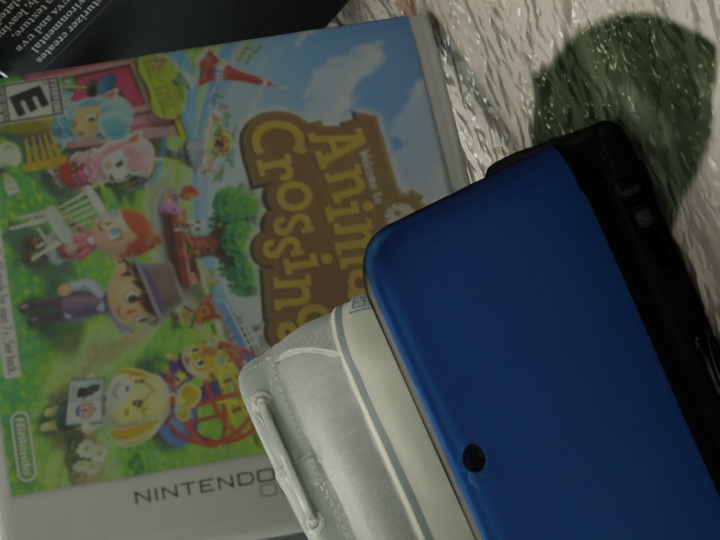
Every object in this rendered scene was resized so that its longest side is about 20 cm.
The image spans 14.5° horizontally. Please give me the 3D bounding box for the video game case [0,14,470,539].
[{"bbox_3d":[-0.045,0.006,0.987,0.022,0.181,0.201,90,169,-58],"label":"video game case"}]

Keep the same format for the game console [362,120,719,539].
[{"bbox_3d":[0.066,0.066,0.923,0.201,0.118,0.171,67,165,-2],"label":"game console"}]

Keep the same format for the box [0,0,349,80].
[{"bbox_3d":[-0.135,-0.165,1.096,0.200,0.123,0.198,50,-172,38],"label":"box"}]

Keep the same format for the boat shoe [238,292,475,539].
[{"bbox_3d":[0.020,0.109,0.877,0.202,0.071,0.070,68,-164,6],"label":"boat shoe"}]

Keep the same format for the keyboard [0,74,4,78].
[{"bbox_3d":[-0.117,-0.060,1.157,0.127,0.021,0.200,49,-174,-17],"label":"keyboard"}]
